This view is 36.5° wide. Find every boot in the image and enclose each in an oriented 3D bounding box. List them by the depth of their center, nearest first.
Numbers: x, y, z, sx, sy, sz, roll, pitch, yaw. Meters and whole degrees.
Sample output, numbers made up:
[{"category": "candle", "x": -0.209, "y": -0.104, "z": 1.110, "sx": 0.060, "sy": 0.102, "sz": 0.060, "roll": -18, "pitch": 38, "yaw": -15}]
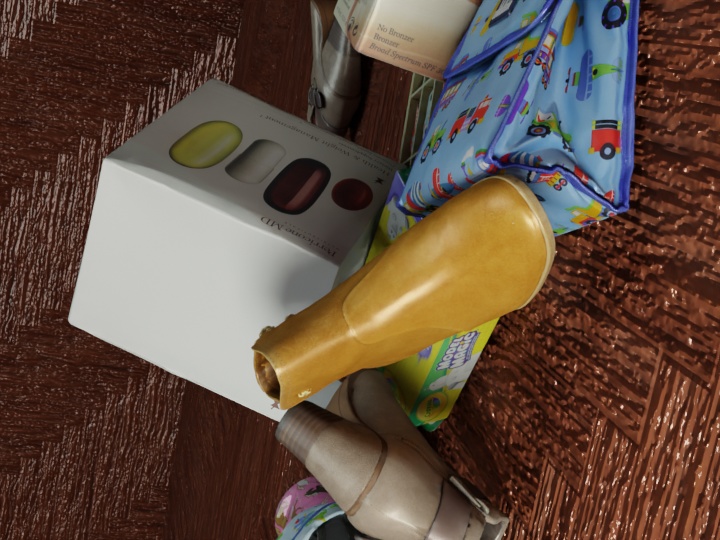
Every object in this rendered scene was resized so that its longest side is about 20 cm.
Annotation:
[{"category": "boot", "x": 0.014, "y": 0.024, "z": 0.614, "sx": 0.071, "sy": 0.143, "sz": 0.201, "roll": 60, "pitch": 156, "yaw": 8}, {"category": "boot", "x": 0.031, "y": 0.133, "z": 0.717, "sx": 0.071, "sy": 0.145, "sz": 0.200, "roll": -61, "pitch": -15, "yaw": 12}, {"category": "boot", "x": -0.038, "y": -0.254, "z": 1.337, "sx": 0.201, "sy": 0.069, "sz": 0.148, "roll": -103, "pitch": 22, "yaw": -55}]

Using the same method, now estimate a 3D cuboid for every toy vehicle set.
[{"category": "toy vehicle set", "x": 0.065, "y": -0.126, "z": 0.897, "sx": 0.124, "sy": 0.026, "sz": 0.203, "roll": 150, "pitch": 131, "yaw": -72}]

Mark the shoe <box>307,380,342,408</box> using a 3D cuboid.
[{"category": "shoe", "x": 0.021, "y": 0.162, "z": 0.896, "sx": 0.072, "sy": 0.091, "sz": 0.200, "roll": -47, "pitch": 44, "yaw": -4}]

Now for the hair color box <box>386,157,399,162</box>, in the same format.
[{"category": "hair color box", "x": 0.000, "y": 0.000, "z": 1.034, "sx": 0.102, "sy": 0.060, "sz": 0.204, "roll": 132, "pitch": 143, "yaw": -83}]

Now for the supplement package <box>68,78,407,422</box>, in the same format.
[{"category": "supplement package", "x": -0.091, "y": -0.025, "z": 0.861, "sx": 0.200, "sy": 0.189, "sz": 0.149, "roll": -59, "pitch": -9, "yaw": -59}]

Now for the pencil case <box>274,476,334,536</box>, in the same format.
[{"category": "pencil case", "x": -0.026, "y": 0.257, "z": 0.993, "sx": 0.200, "sy": 0.085, "sz": 0.084, "roll": -140, "pitch": 29, "yaw": -74}]

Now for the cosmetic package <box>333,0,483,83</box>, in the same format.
[{"category": "cosmetic package", "x": 0.067, "y": -0.246, "z": 0.774, "sx": 0.088, "sy": 0.102, "sz": 0.202, "roll": -114, "pitch": 42, "yaw": -57}]

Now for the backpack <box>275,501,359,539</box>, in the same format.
[{"category": "backpack", "x": -0.009, "y": 0.258, "z": 0.742, "sx": 0.154, "sy": 0.161, "sz": 0.204, "roll": 176, "pitch": 99, "yaw": -72}]

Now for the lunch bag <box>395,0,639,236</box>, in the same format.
[{"category": "lunch bag", "x": 0.110, "y": -0.129, "z": 0.671, "sx": 0.150, "sy": 0.093, "sz": 0.203, "roll": 157, "pitch": 130, "yaw": -71}]

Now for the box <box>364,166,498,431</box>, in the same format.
[{"category": "box", "x": 0.043, "y": 0.030, "z": 0.815, "sx": 0.201, "sy": 0.048, "sz": 0.118, "roll": 106, "pitch": 145, "yaw": -50}]
